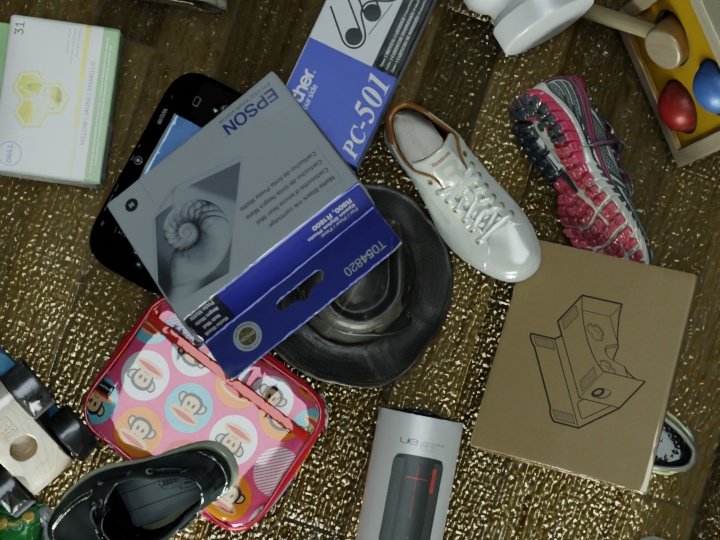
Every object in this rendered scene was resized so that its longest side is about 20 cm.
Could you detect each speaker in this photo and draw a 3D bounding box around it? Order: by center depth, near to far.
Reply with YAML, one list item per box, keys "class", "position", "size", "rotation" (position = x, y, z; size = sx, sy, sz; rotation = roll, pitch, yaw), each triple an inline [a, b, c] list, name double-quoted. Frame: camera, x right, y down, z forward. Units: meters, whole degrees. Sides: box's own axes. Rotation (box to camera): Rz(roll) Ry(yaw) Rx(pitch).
- class: "speaker"
  position: [0.038, 0.226, 1.315]
  size: [0.080, 0.081, 0.202]
  rotation: [11, 86, -1]

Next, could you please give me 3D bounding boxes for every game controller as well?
- class: "game controller"
  position: [-0.168, -0.081, 1.343]
  size: [0.104, 0.042, 0.201]
  rotation: [28, 86, 0]

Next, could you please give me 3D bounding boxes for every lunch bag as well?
- class: "lunch bag"
  position: [-0.133, 0.119, 1.319]
  size: [0.199, 0.082, 0.177]
  rotation: [36, 83, -1]

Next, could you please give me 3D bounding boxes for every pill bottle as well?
- class: "pill bottle"
  position: [0.125, -0.306, 1.318]
  size: [0.115, 0.116, 0.201]
  rotation: [-27, 82, -3]

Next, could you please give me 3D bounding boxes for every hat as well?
- class: "hat"
  position: [0.000, 0.000, 1.303]
  size: [0.198, 0.081, 0.203]
  rotation: [3, 71, -9]

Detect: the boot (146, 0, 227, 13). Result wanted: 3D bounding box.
- class: "boot"
  position: [-0.115, -0.316, 1.342]
  size: [0.198, 0.072, 0.157]
  rotation: [3, 86, 4]

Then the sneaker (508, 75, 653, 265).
- class: "sneaker"
  position: [0.220, -0.088, 1.340]
  size: [0.074, 0.080, 0.201]
  rotation: [-32, 97, -33]

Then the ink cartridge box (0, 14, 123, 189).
- class: "ink cartridge box"
  position: [-0.326, -0.162, 1.341]
  size: [0.198, 0.048, 0.147]
  rotation: [8, 87, -4]

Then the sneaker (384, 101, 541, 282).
- class: "sneaker"
  position: [0.086, -0.071, 1.316]
  size: [0.073, 0.085, 0.200]
  rotation: [-42, 81, 1]

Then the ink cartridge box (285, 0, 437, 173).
- class: "ink cartridge box"
  position: [-0.002, -0.203, 1.353]
  size: [0.093, 0.044, 0.202]
  rotation: [25, 87, 1]

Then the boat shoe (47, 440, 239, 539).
- class: "boat shoe"
  position: [-0.199, 0.208, 1.250]
  size: [0.198, 0.066, 0.075]
  rotation: [-19, 103, 20]

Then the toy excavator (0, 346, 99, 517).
- class: "toy excavator"
  position: [-0.349, 0.098, 1.303]
  size: [0.100, 0.200, 0.195]
  rotation: [-42, 125, -9]

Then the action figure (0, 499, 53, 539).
- class: "action figure"
  position: [-0.296, 0.286, 1.318]
  size: [0.117, 0.055, 0.202]
  rotation: [-16, 84, 0]

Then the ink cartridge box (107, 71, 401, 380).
- class: "ink cartridge box"
  position: [-0.096, -0.042, 1.270]
  size: [0.199, 0.041, 0.201]
  rotation: [-39, 66, 1]

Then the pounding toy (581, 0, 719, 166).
- class: "pounding toy"
  position: [0.297, -0.206, 1.306]
  size: [0.141, 0.184, 0.202]
  rotation: [-23, 88, -15]

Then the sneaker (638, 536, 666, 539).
- class: "sneaker"
  position: [0.266, 0.348, 1.298]
  size: [0.073, 0.116, 0.202]
  rotation: [2, 88, -3]

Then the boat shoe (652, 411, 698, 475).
- class: "boat shoe"
  position: [0.219, 0.127, 1.333]
  size: [0.200, 0.060, 0.073]
  rotation: [27, 88, 1]

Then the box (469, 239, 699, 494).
- class: "box"
  position: [0.202, 0.082, 1.301]
  size: [0.162, 0.021, 0.202]
  rotation: [13, 76, 20]
